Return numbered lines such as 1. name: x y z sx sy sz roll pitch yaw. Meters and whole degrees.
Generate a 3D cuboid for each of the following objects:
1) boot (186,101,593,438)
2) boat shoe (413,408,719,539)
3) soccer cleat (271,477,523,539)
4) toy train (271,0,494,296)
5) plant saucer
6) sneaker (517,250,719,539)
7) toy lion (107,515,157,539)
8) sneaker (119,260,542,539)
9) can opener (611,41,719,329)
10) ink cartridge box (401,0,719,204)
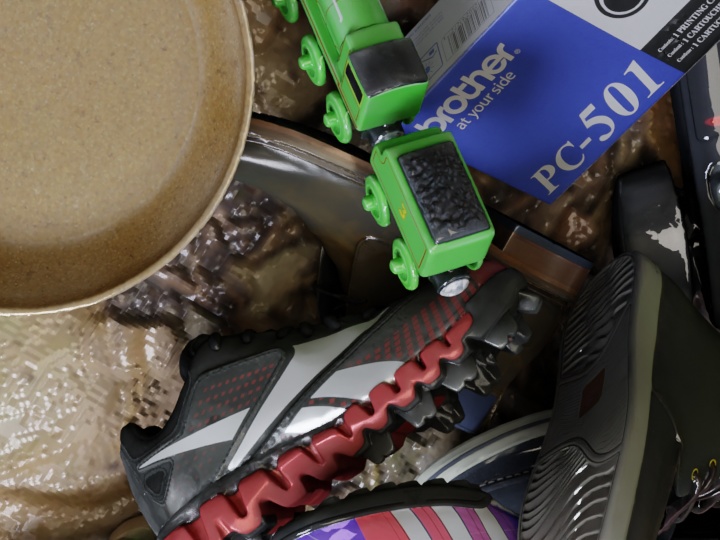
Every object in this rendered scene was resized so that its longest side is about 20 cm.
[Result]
1. boot: 0.000 0.000 1.031 0.200 0.075 0.097 24 95 -19
2. boat shoe: 0.121 0.101 1.082 0.200 0.062 0.075 -3 149 -15
3. soccer cleat: 0.048 0.134 0.981 0.200 0.068 0.073 14 57 -44
4. toy train: 0.003 -0.083 0.968 0.042 0.056 0.200 -18 70 -16
5. plant saucer: -0.141 -0.082 0.976 0.200 0.035 0.201 1 99 4
6. sneaker: 0.134 0.084 0.984 0.106 0.200 0.075 34 132 -14
7. toy lion: -0.144 0.229 1.071 0.191 0.069 0.200 -14 107 -1
8. sneaker: -0.020 0.049 0.993 0.200 0.071 0.098 -38 75 9
9. can opener: 0.153 -0.067 1.054 0.078 0.063 0.200 -7 106 -10
10. ink cartridge box: 0.105 -0.119 0.985 0.094 0.044 0.200 23 127 -31
